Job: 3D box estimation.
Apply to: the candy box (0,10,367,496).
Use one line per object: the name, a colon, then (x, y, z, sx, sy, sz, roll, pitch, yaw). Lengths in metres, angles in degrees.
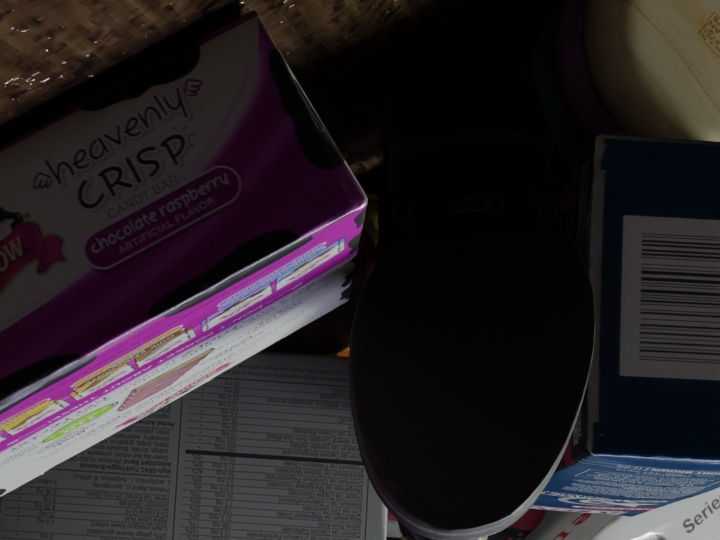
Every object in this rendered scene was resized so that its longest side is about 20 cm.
candy box: (-0.072, 0.004, 0.631, 0.136, 0.061, 0.200, -29, 174, -6)

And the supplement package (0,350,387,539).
supplement package: (-0.074, 0.138, 0.859, 0.150, 0.201, 0.152, 4, 169, -6)

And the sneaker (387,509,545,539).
sneaker: (0.009, 0.106, 1.014, 0.200, 0.075, 0.081, -6, -145, 47)

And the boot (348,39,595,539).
boot: (0.033, 0.044, 0.718, 0.069, 0.200, 0.174, 3, 137, 2)

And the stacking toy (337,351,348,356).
stacking toy: (0.073, 0.070, 1.212, 0.146, 0.200, 0.146, -28, 174, -3)

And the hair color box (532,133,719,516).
hair color box: (0.086, 0.026, 0.756, 0.060, 0.100, 0.200, 4, 169, -4)

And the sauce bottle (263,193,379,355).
sauce bottle: (0.000, 0.000, 0.921, 0.066, 0.066, 0.200, -31, 172, 15)

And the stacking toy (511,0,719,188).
stacking toy: (0.069, -0.053, 0.805, 0.085, 0.086, 0.200, -26, 180, -31)

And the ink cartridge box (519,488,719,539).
ink cartridge box: (0.085, 0.145, 1.010, 0.146, 0.084, 0.200, -38, -170, -18)
